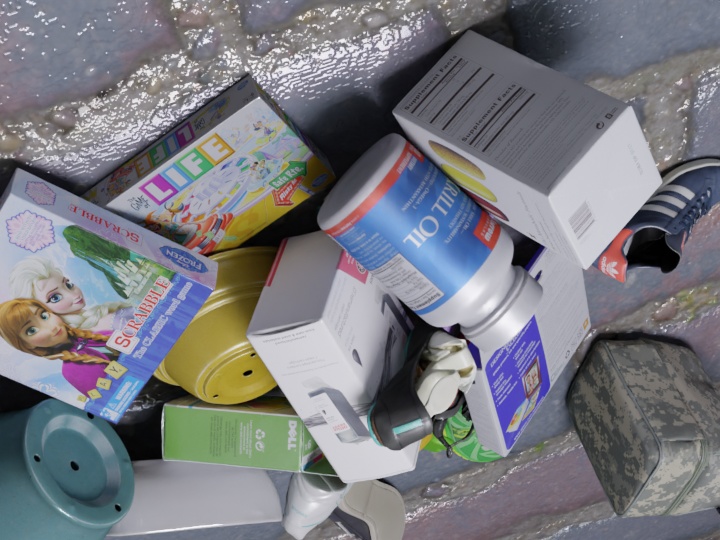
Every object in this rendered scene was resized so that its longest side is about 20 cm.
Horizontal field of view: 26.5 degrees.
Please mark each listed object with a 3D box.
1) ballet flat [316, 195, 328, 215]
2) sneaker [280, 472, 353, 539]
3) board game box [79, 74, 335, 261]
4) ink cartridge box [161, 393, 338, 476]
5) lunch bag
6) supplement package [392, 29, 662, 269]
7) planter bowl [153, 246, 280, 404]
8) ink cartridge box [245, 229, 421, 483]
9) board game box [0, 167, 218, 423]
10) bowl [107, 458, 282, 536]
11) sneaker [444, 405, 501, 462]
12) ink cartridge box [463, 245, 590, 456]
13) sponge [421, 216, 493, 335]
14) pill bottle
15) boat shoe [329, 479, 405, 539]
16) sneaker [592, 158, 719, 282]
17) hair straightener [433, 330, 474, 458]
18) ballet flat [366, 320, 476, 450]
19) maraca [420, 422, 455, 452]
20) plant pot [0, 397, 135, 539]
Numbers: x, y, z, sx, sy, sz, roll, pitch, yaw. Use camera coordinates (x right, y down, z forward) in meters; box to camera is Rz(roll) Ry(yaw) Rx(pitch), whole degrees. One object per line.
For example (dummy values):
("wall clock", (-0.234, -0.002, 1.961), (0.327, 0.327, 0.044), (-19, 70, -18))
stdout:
("ballet flat", (0.000, 0.000, 1.514), (0.062, 0.067, 0.200), (-23, 139, -16))
("sneaker", (-0.045, 0.226, 1.654), (0.080, 0.070, 0.200), (-60, 172, 16))
("board game box", (-0.140, -0.074, 1.394), (0.200, 0.034, 0.134), (-34, 137, 11))
("ink cartridge box", (-0.088, 0.162, 1.540), (0.200, 0.059, 0.104), (3, -175, 15))
("lunch bag", (0.356, 0.182, 1.762), (0.167, 0.200, 0.139), (-2, 134, -22))
("supplement package", (0.145, -0.109, 1.349), (0.110, 0.200, 0.114), (-47, 138, -11))
("planter bowl", (-0.122, 0.072, 1.486), (0.200, 0.084, 0.201), (-20, 149, -12))
("ink cartridge box", (-0.012, 0.079, 1.439), (0.085, 0.146, 0.200), (-13, 126, 25))
("board game box", (-0.263, 0.029, 1.382), (0.199, 0.041, 0.200), (25, 124, -19))
("bowl", (-0.194, 0.234, 1.607), (0.199, 0.075, 0.200), (-1, 172, -21))
("sneaker", (0.131, 0.162, 1.713), (0.200, 0.083, 0.074), (51, 59, -48))
("ink cartridge box", (0.171, 0.060, 1.590), (0.198, 0.043, 0.200), (-52, 147, -28))
("sponge", (0.089, 0.028, 1.551), (0.030, 0.112, 0.200), (21, 130, 8))
("pill bottle", (0.068, -0.020, 1.385), (0.200, 0.112, 0.112), (41, 112, -13))
("boat shoe", (-0.003, 0.279, 1.816), (0.063, 0.073, 0.200), (9, 155, 29))
("sneaker", (0.323, -0.045, 1.584), (0.200, 0.085, 0.075), (-28, 137, -17))
("hair straightener", (0.130, 0.106, 1.617), (0.077, 0.041, 0.200), (26, 77, -37))
("ballet flat", (0.068, 0.102, 1.413), (0.068, 0.200, 0.068), (-19, 111, 26))
("maraca", (0.025, 0.160, 1.653), (0.200, 0.137, 0.107), (41, 63, -54))
("plant pot", (-0.325, 0.219, 1.460), (0.188, 0.200, 0.200), (-35, 138, 28))
